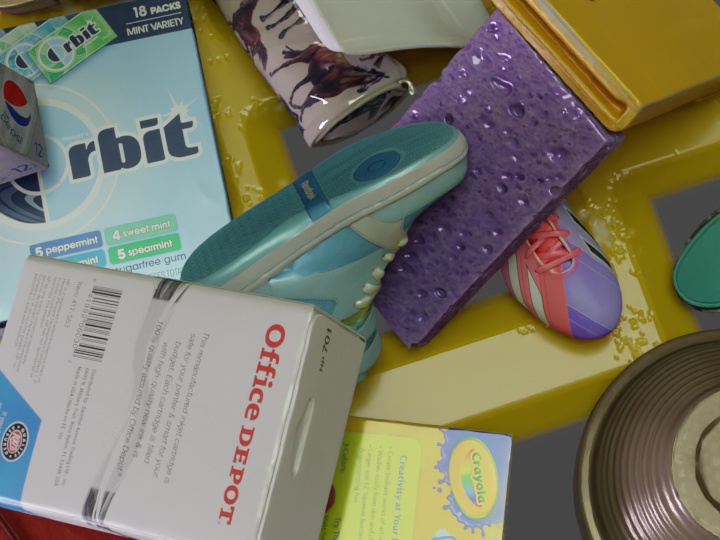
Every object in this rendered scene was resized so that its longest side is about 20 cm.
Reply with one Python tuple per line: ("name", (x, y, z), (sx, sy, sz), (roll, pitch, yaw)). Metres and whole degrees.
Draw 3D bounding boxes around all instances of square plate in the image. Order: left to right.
("square plate", (-0.010, -0.219, 1.303), (0.028, 0.198, 0.201), (-39, 74, 32))

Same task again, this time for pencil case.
("pencil case", (-0.042, -0.174, 1.324), (0.089, 0.078, 0.201), (-38, 74, 20))

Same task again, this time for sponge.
("sponge", (0.064, -0.056, 1.258), (0.112, 0.030, 0.200), (51, 119, 15))

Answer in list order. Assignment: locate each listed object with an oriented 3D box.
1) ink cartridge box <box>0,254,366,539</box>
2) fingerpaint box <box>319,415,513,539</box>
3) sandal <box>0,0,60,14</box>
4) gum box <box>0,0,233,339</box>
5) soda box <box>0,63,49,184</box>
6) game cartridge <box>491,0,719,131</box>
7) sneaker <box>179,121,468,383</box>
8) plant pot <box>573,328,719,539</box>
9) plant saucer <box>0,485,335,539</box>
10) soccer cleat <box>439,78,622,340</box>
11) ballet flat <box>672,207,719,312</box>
("ink cartridge box", (-0.113, 0.083, 1.151), (0.199, 0.086, 0.148), (10, 78, 24))
("fingerpaint box", (0.003, 0.196, 1.223), (0.165, 0.073, 0.202), (5, 75, 4))
("sandal", (-0.179, -0.225, 1.305), (0.210, 0.070, 0.078), (-18, 75, 23))
("gum box", (-0.177, -0.071, 1.318), (0.169, 0.045, 0.201), (-13, 75, -2))
("soda box", (-0.305, -0.073, 1.278), (0.199, 0.068, 0.064), (-17, 74, 18))
("game cartridge", (0.158, -0.175, 1.278), (0.177, 0.200, 0.032), (50, 123, 13))
("sneaker", (0.000, 0.000, 1.254), (0.199, 0.080, 0.131), (-29, 115, 9))
("plant pot", (0.234, 0.127, 1.227), (0.199, 0.093, 0.202), (0, 73, 1))
("plant saucer", (-0.146, 0.133, 1.218), (0.200, 0.037, 0.200), (-44, 63, 4))
("soccer cleat", (0.105, -0.045, 1.286), (0.066, 0.077, 0.201), (-27, 75, -6))
("ballet flat", (0.290, -0.040, 1.276), (0.200, 0.072, 0.072), (-41, 74, 25))
